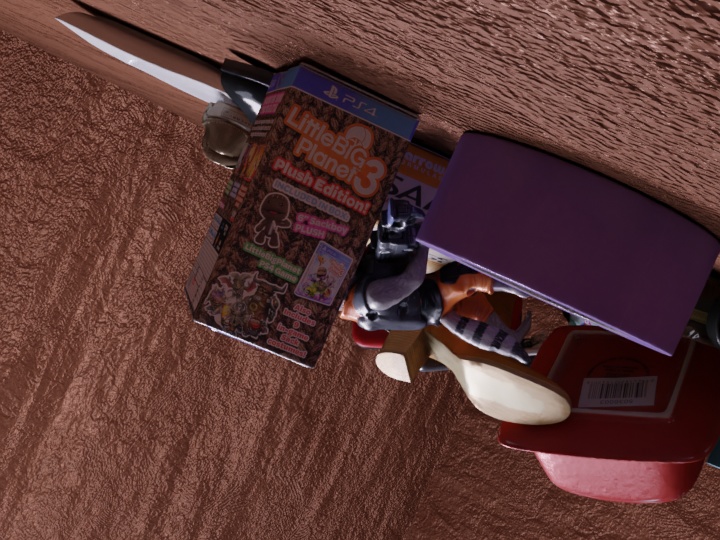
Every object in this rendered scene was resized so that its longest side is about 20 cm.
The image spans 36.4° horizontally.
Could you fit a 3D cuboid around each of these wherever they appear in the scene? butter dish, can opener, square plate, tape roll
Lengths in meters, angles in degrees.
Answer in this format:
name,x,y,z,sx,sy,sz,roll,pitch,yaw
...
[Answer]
name,x,y,z,sx,sy,sz,roll,pitch,yaw
butter dish,0.256,0.154,1.046,0.199,0.149,0.200,0,-149,30
can opener,0.144,0.100,1.214,0.199,0.067,0.053,3,177,-23
square plate,-0.204,-0.221,1.190,0.199,0.029,0.198,25,-179,10
tape roll,0.145,-0.018,0.781,0.199,0.085,0.200,25,-179,-1

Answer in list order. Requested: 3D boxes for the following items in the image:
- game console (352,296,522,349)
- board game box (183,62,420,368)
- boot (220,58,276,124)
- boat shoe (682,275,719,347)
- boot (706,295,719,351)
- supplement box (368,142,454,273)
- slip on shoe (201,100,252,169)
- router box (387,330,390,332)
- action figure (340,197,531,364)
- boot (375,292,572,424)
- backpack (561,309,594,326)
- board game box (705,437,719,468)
name,x,y,z,sx,sy,sz,roll,pitch,yaw
game console,0.101,0.029,1.348,0.199,0.173,0.119,2,162,10
board game box,-0.053,-0.046,0.854,0.096,0.201,0.159,23,-178,-14
boot,-0.087,-0.066,0.974,0.164,0.201,0.066,23,-178,-36
boat shoe,0.252,0.014,0.943,0.199,0.072,0.076,24,-166,-23
boot,0.383,0.086,0.853,0.210,0.080,0.158,25,-179,-9
supplement box,0.044,-0.056,1.046,0.125,0.074,0.200,21,170,-11
slip on shoe,-0.143,-0.144,1.209,0.076,0.061,0.200,23,-178,-11
router box,0.000,0.000,1.219,0.199,0.062,0.150,33,-175,14
action figure,0.053,0.015,0.927,0.192,0.105,0.200,5,165,7
boot,0.126,0.060,1.036,0.200,0.144,0.071,14,134,27
backpack,0.313,0.103,1.224,0.166,0.127,0.201,18,-140,-43
board game box,0.409,0.133,1.083,0.047,0.152,0.200,20,179,32
